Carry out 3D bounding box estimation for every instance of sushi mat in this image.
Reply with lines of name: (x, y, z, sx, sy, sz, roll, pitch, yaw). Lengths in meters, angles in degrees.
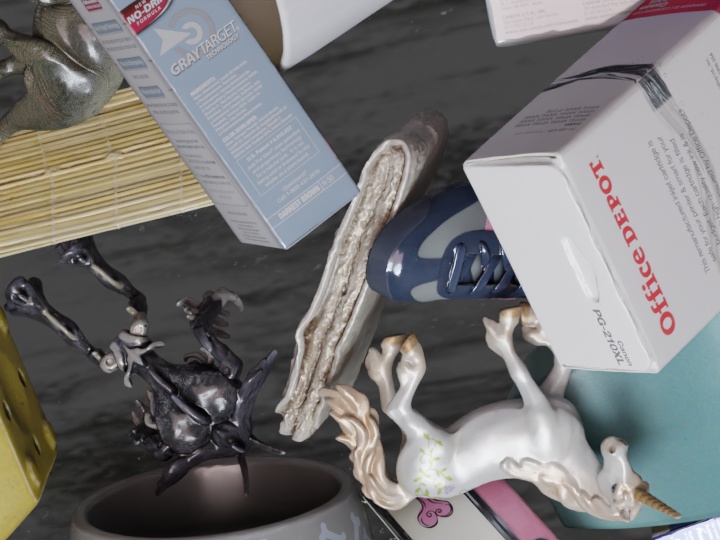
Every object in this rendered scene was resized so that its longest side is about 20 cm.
sushi mat: (-0.155, -0.067, 1.683, 0.200, 0.012, 0.096, -14, 61, 9)

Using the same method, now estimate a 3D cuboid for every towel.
towel: (0.000, 0.000, 1.655, 0.034, 0.133, 0.200, 23, 105, 6)

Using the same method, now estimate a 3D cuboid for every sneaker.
sneaker: (0.098, -0.012, 1.610, 0.082, 0.200, 0.070, 39, 131, 39)

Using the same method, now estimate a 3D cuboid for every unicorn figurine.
unicorn figurine: (0.086, 0.092, 1.586, 0.200, 0.074, 0.137, -15, 89, 23)

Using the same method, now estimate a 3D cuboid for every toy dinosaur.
toy dinosaur: (-0.177, -0.139, 1.651, 0.102, 0.077, 0.200, 27, 98, 3)

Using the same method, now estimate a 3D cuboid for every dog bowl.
dog bowl: (0.093, 0.190, 1.673, 0.074, 0.200, 0.200, -41, 99, -3)
dog bowl: (-0.087, 0.165, 1.674, 0.200, 0.200, 0.059, -4, 102, 6)

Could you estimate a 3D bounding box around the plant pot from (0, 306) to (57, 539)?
plant pot: (-0.302, 0.110, 1.688, 0.200, 0.194, 0.196, -19, 103, 5)

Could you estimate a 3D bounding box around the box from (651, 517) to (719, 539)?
box: (0.299, 0.183, 1.730, 0.200, 0.032, 0.121, -20, 103, 12)

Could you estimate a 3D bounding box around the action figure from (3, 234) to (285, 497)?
action figure: (-0.122, 0.057, 1.700, 0.200, 0.102, 0.119, 42, 103, 9)

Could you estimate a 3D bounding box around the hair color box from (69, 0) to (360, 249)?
hair color box: (-0.090, -0.110, 1.578, 0.061, 0.099, 0.200, -38, 103, -12)

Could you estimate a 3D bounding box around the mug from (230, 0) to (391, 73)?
mug: (-0.017, -0.225, 1.573, 0.153, 0.149, 0.187, -26, 134, -16)

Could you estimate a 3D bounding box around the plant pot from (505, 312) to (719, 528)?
plant pot: (0.200, 0.071, 1.657, 0.200, 0.141, 0.141, -24, 102, 20)

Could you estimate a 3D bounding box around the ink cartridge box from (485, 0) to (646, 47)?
ink cartridge box: (0.144, -0.244, 1.622, 0.162, 0.057, 0.200, -9, 95, 8)

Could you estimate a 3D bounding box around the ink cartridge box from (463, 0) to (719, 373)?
ink cartridge box: (0.170, -0.055, 1.547, 0.084, 0.200, 0.145, -1, 123, 50)
